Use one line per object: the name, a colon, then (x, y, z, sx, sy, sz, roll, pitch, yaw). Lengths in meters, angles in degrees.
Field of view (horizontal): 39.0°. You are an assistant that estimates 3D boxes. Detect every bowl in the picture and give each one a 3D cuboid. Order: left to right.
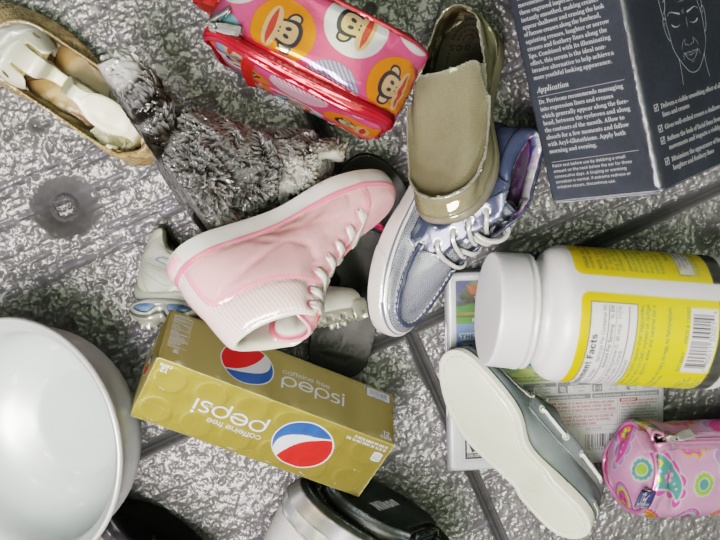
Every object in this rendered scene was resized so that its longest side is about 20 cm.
bowl: (-0.251, 0.130, 0.832, 0.201, 0.090, 0.201, 3, 98, 23)

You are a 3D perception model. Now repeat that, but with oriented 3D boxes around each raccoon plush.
raccoon plush: (-0.093, -0.111, 0.793, 0.134, 0.097, 0.200, -37, 138, -12)

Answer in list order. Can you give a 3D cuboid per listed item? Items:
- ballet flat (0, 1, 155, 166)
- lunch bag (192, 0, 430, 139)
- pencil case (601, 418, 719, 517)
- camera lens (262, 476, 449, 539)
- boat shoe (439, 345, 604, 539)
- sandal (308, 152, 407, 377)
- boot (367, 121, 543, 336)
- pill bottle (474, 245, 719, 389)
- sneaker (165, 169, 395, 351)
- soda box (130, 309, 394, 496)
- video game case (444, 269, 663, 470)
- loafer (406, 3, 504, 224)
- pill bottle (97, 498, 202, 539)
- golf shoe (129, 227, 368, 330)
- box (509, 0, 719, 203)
ballet flat: (-0.239, -0.155, 0.821, 0.200, 0.065, 0.071, 31, 93, -9)
lunch bag: (-0.046, -0.169, 0.771, 0.176, 0.200, 0.082, 27, 93, -6)
pencil case: (0.316, 0.171, 0.900, 0.200, 0.087, 0.088, 3, 98, -18)
camera lens: (-0.022, 0.284, 0.859, 0.160, 0.160, 0.200, 25, 95, -9)
boat shoe: (0.144, 0.141, 0.895, 0.200, 0.073, 0.062, 52, 48, -3)
sandal: (0.000, 0.000, 0.878, 0.075, 0.045, 0.200, 10, 97, -6)
boot: (0.078, -0.034, 0.835, 0.073, 0.090, 0.200, 26, 82, -47)
pill bottle: (0.203, 0.038, 0.848, 0.200, 0.114, 0.114, 4, 98, -6)
sneaker: (-0.038, -0.001, 0.785, 0.200, 0.075, 0.105, -24, 66, -27)
soda box: (-0.076, 0.107, 0.813, 0.200, 0.064, 0.068, 23, 121, -13)
video game case: (0.176, 0.087, 0.921, 0.200, 0.022, 0.183, -2, 99, -5)
loafer: (0.070, -0.129, 0.811, 0.076, 0.068, 0.200, -8, 57, 26)
pill bottle: (-0.222, 0.305, 0.867, 0.112, 0.112, 0.200, 33, 94, -9)
golf shoe: (-0.092, 0.005, 0.845, 0.200, 0.078, 0.097, 3, 85, 5)
box: (0.217, -0.171, 0.813, 0.148, 0.107, 0.200, -21, 102, -38)
